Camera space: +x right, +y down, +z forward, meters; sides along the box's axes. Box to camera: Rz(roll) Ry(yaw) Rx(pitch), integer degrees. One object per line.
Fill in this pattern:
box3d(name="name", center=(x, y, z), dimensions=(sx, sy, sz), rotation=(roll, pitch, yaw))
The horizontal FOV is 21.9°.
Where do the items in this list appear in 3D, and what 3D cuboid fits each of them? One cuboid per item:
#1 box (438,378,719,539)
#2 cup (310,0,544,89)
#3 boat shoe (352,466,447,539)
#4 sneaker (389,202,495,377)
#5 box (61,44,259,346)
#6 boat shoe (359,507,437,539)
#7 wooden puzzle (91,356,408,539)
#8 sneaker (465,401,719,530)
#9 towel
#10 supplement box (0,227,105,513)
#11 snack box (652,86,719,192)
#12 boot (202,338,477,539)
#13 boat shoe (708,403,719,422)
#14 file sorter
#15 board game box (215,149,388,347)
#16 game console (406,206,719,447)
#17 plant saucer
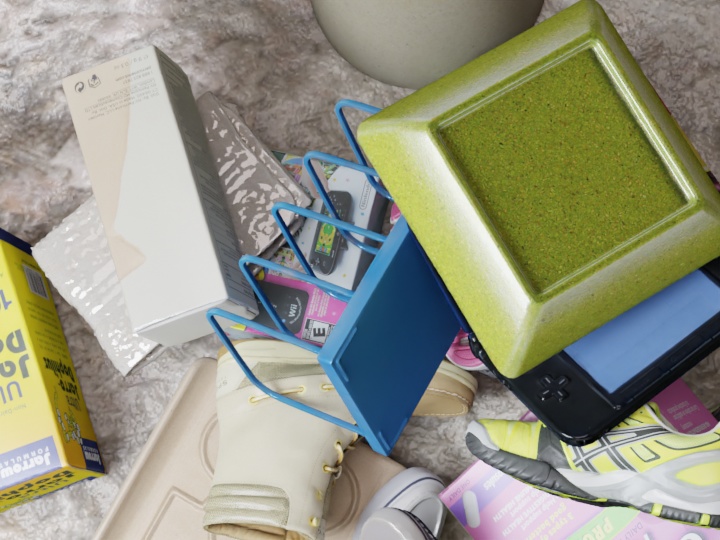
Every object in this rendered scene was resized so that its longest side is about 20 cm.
box3d(name="box", center=(0.192, 0.178, 1.349), dimensions=(0.176, 0.097, 0.200), rotation=(-45, 76, 21))
box3d(name="cup", center=(0.046, -0.258, 1.451), dimensions=(0.199, 0.143, 0.201), rotation=(-1, 80, 8))
box3d(name="boat shoe", center=(0.016, 0.245, 1.392), dimensions=(0.200, 0.072, 0.066), rotation=(-57, 34, -7))
box3d(name="sneaker", center=(0.083, 0.003, 1.441), dimensions=(0.074, 0.087, 0.201), rotation=(-29, 54, 15))
box3d(name="box", center=(-0.147, -0.053, 1.373), dimensions=(0.077, 0.095, 0.201), rotation=(-19, 76, 8))
box3d(name="boat shoe", center=(0.071, 0.239, 1.357), dimensions=(0.093, 0.074, 0.201), rotation=(-38, 118, -35))
box3d(name="wooden puzzle", center=(-0.083, 0.192, 1.446), dimensions=(0.199, 0.046, 0.186), rotation=(29, 85, 7))
box3d(name="sneaker", center=(0.170, 0.123, 1.272), dimensions=(0.199, 0.075, 0.077), rotation=(11, 82, 19))
box3d(name="towel", center=(-0.145, -0.031, 1.433), dimensions=(0.200, 0.034, 0.133), rotation=(-40, 75, 1))
box3d(name="supplement box", center=(-0.291, 0.082, 1.459), dimensions=(0.108, 0.110, 0.201), rotation=(-21, 79, 4))
box3d(name="snack box", center=(0.201, -0.063, 1.400), dimensions=(0.142, 0.053, 0.200), rotation=(-22, 73, -42))
box3d(name="boot", center=(-0.015, 0.135, 1.382), dimensions=(0.199, 0.073, 0.156), rotation=(6, 62, -2))
box3d(name="boat shoe", center=(0.286, 0.126, 1.388), dimensions=(0.073, 0.065, 0.200), rotation=(43, 92, 10))
box3d(name="file sorter", center=(0.000, 0.000, 1.327), dimensions=(0.122, 0.139, 0.200), rotation=(19, 66, 29))
box3d(name="board game box", center=(-0.092, -0.021, 1.472), dimensions=(0.199, 0.064, 0.148), rotation=(13, 83, 11))
box3d(name="game console", center=(0.161, -0.013, 1.255), dimensions=(0.200, 0.119, 0.171), rotation=(-36, 53, -13))
box3d(name="plant saucer", center=(0.131, -0.064, 1.228), dimensions=(0.199, 0.048, 0.201), rotation=(-30, 82, -13))
